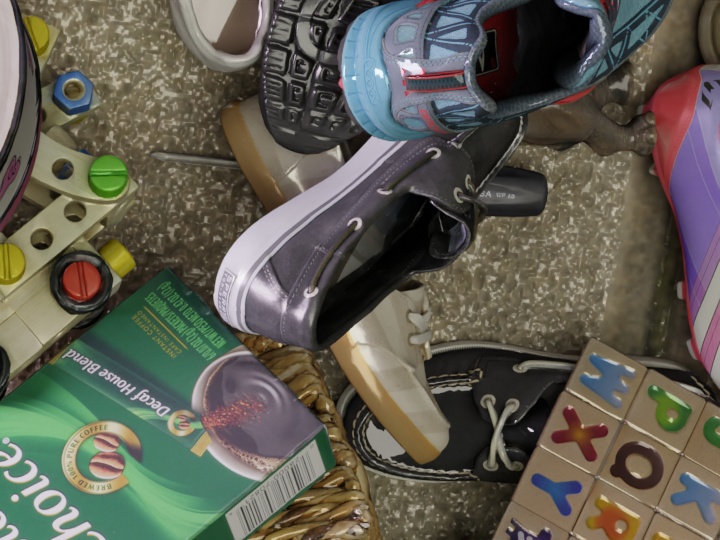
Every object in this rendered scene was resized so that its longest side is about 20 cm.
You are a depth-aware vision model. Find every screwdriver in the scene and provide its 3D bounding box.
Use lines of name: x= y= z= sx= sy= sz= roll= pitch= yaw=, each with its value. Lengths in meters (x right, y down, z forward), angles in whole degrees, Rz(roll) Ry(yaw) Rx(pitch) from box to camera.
screwdriver: x=-0.005 y=-0.044 z=1.463 sx=0.200 sy=0.028 sz=0.029 roll=2 pitch=131 yaw=-7

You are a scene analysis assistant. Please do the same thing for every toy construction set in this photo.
toy construction set: x=-0.184 y=-0.011 z=1.381 sx=0.200 sy=0.092 sz=0.131 roll=-42 pitch=86 yaw=0

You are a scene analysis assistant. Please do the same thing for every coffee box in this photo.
coffee box: x=-0.124 y=0.104 z=1.352 sx=0.200 sy=0.123 sz=0.044 roll=-38 pitch=153 yaw=-14

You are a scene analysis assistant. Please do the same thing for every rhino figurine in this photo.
rhino figurine: x=0.097 y=-0.153 z=1.439 sx=0.087 sy=0.060 sz=0.200 roll=-5 pitch=102 yaw=-15

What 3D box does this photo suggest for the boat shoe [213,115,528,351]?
boat shoe: x=0.021 y=-0.025 z=1.357 sx=0.200 sy=0.066 sz=0.070 roll=-34 pitch=139 yaw=-38

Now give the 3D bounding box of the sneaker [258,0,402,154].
sneaker: x=0.000 y=-0.149 z=1.392 sx=0.076 sy=0.091 sz=0.200 roll=21 pitch=85 yaw=-13

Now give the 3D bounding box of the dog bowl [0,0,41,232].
dog bowl: x=-0.232 y=-0.071 z=1.329 sx=0.200 sy=0.074 sz=0.200 roll=-4 pitch=73 yaw=15

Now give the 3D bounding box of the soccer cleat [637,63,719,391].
soccer cleat: x=0.198 y=-0.008 z=1.480 sx=0.067 sy=0.076 sz=0.200 roll=-28 pitch=106 yaw=-36

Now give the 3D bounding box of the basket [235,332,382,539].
basket: x=-0.095 y=0.131 z=1.444 sx=0.200 sy=0.143 sz=0.149 roll=-22 pitch=150 yaw=-4

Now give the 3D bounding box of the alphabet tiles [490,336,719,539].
alphabet tiles: x=0.145 y=0.152 z=1.433 sx=0.167 sy=0.008 sz=0.200 roll=29 pitch=63 yaw=-3

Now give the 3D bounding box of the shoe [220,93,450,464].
shoe: x=0.000 y=0.000 z=1.423 sx=0.053 sy=0.070 sz=0.200 roll=-26 pitch=99 yaw=6

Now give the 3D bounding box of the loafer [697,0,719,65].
loafer: x=0.272 y=-0.120 z=1.482 sx=0.200 sy=0.068 sz=0.076 roll=-9 pitch=104 yaw=-11

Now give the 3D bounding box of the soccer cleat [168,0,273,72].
soccer cleat: x=-0.076 y=-0.190 z=1.380 sx=0.069 sy=0.078 sz=0.200 roll=-17 pitch=106 yaw=-9

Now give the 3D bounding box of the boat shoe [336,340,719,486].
boat shoe: x=0.089 y=0.079 z=1.489 sx=0.200 sy=0.060 sz=0.074 roll=3 pitch=101 yaw=-14

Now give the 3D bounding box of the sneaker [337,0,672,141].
sneaker: x=0.088 y=-0.103 z=1.342 sx=0.200 sy=0.095 sz=0.079 roll=-27 pitch=110 yaw=-39
